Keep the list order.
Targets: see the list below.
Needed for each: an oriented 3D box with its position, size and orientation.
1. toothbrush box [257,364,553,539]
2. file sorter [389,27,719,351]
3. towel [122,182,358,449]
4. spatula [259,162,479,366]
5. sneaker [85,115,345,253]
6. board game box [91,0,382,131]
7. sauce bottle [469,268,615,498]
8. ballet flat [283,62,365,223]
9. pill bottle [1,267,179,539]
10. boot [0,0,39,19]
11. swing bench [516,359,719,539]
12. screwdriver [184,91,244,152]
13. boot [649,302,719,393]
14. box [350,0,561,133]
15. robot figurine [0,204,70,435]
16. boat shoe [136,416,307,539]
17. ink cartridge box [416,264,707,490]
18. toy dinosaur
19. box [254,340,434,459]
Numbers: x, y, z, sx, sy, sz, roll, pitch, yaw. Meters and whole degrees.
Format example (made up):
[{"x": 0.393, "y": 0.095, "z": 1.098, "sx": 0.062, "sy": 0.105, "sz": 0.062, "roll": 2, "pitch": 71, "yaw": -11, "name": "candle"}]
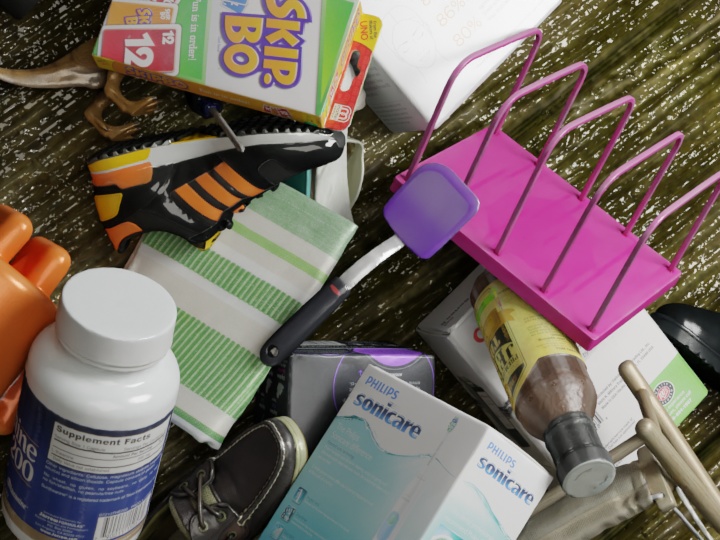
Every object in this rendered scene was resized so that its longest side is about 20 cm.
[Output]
[{"x": 0.018, "y": 0.187, "z": 1.144, "sx": 0.085, "sy": 0.146, "sz": 0.201, "roll": 37, "pitch": 80, "yaw": -37, "name": "toothbrush box"}, {"x": 0.154, "y": -0.070, "z": 1.216, "sx": 0.200, "sy": 0.126, "sz": 0.139, "roll": 40, "pitch": 41, "yaw": 19, "name": "file sorter"}, {"x": -0.115, "y": 0.017, "z": 1.240, "sx": 0.152, "sy": 0.023, "sz": 0.201, "roll": 29, "pitch": 81, "yaw": 19, "name": "towel"}, {"x": 0.000, "y": 0.000, "z": 1.198, "sx": 0.200, "sy": 0.021, "sz": 0.057, "roll": -42, "pitch": 76, "yaw": 0, "name": "spatula"}, {"x": -0.104, "y": -0.062, "z": 1.220, "sx": 0.198, "sy": 0.070, "sz": 0.091, "roll": -7, "pitch": 104, "yaw": 8, "name": "sneaker"}, {"x": -0.089, "y": -0.172, "z": 1.189, "sx": 0.198, "sy": 0.030, "sz": 0.097, "roll": 16, "pitch": 76, "yaw": 7, "name": "board game box"}, {"x": 0.135, "y": 0.077, "z": 1.187, "sx": 0.064, "sy": 0.201, "sz": 0.065, "roll": -9, "pitch": 132, "yaw": -10, "name": "sauce bottle"}, {"x": -0.027, "y": -0.111, "z": 1.269, "sx": 0.069, "sy": 0.069, "sz": 0.202, "roll": -5, "pitch": 113, "yaw": -18, "name": "ballet flat"}, {"x": -0.192, "y": 0.103, "z": 1.165, "sx": 0.110, "sy": 0.111, "sz": 0.202, "roll": 6, "pitch": 124, "yaw": -18, "name": "pill bottle"}, {"x": -0.240, "y": -0.296, "z": 1.203, "sx": 0.143, "sy": 0.072, "sz": 0.201, "roll": 32, "pitch": 91, "yaw": -17, "name": "boot"}, {"x": 0.187, "y": 0.216, "z": 1.250, "sx": 0.198, "sy": 0.130, "sz": 0.201, "roll": -35, "pitch": 105, "yaw": 14, "name": "swing bench"}, {"x": -0.107, "y": -0.117, "z": 1.185, "sx": 0.028, "sy": 0.200, "sz": 0.029, "roll": -29, "pitch": 109, "yaw": -4, "name": "screwdriver"}, {"x": 0.353, "y": 0.034, "z": 1.405, "sx": 0.197, "sy": 0.073, "sz": 0.163, "roll": 34, "pitch": 84, "yaw": -23, "name": "boot"}, {"x": 0.029, "y": -0.233, "z": 1.271, "sx": 0.152, "sy": 0.106, "sz": 0.200, "roll": -44, "pitch": 104, "yaw": -10, "name": "box"}, {"x": -0.299, "y": 0.046, "z": 1.172, "sx": 0.116, "sy": 0.144, "sz": 0.201, "roll": 33, "pitch": 80, "yaw": 23, "name": "robot figurine"}, {"x": -0.114, "y": 0.185, "z": 1.212, "sx": 0.064, "sy": 0.073, "sz": 0.200, "roll": 10, "pitch": 126, "yaw": -47, "name": "boat shoe"}, {"x": 0.166, "y": 0.074, "z": 1.339, "sx": 0.145, "sy": 0.084, "sz": 0.200, "roll": -43, "pitch": 104, "yaw": -12, "name": "ink cartridge box"}, {"x": -0.204, "y": -0.153, "z": 1.235, "sx": 0.198, "sy": 0.060, "sz": 0.107, "roll": -23, "pitch": 76, "yaw": -16, "name": "toy dinosaur"}, {"x": -0.016, "y": 0.160, "z": 1.272, "sx": 0.121, "sy": 0.106, "sz": 0.203, "roll": 2, "pitch": 92, "yaw": -18, "name": "box"}]
